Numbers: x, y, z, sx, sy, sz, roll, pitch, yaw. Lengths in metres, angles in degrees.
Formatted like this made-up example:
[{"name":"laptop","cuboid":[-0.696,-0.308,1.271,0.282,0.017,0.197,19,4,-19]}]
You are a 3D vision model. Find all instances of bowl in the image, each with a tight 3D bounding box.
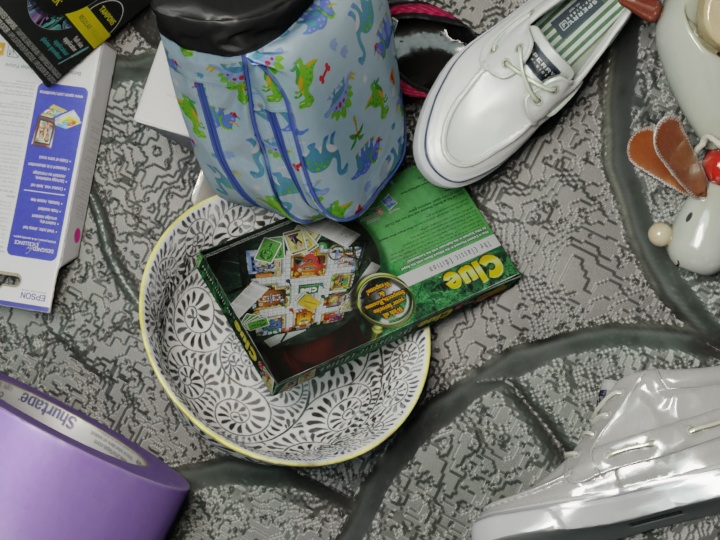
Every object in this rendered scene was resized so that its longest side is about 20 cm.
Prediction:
[{"name":"bowl","cuboid":[-0.061,0.054,1.522,0.199,0.094,0.202,9,60,-16]}]

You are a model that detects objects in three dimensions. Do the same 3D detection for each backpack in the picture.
[{"name":"backpack","cuboid":[-0.047,-0.122,1.447,0.153,0.201,0.164,22,48,14]}]

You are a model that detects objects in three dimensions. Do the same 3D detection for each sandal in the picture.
[{"name":"sandal","cuboid":[0.044,-0.145,1.530,0.198,0.045,0.076,19,87,-2]}]

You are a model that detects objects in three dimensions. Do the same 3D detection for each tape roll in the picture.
[{"name":"tape roll","cuboid":[-0.219,0.135,1.520,0.199,0.200,0.085,28,89,20]}]

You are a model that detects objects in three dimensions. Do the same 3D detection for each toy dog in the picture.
[{"name":"toy dog","cuboid":[0.206,-0.107,1.476,0.095,0.132,0.202,6,72,-4]}]

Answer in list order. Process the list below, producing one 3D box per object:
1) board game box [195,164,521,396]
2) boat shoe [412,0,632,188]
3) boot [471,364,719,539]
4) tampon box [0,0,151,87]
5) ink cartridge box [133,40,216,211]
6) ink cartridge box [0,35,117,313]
[{"name":"board game box","cuboid":[0.000,0.000,1.504,0.199,0.024,0.105,-22,69,-28]},{"name":"boat shoe","cuboid":[0.111,-0.138,1.499,0.073,0.067,0.200,41,77,-13]},{"name":"boot","cuboid":[0.162,0.120,1.477,0.198,0.074,0.096,-13,71,7]},{"name":"tampon box","cuboid":[-0.198,-0.259,1.589,0.200,0.150,0.126,-40,66,-1]},{"name":"ink cartridge box","cuboid":[-0.087,-0.137,1.567,0.066,0.116,0.202,18,86,23]},{"name":"ink cartridge box","cuboid":[-0.241,-0.072,1.650,0.094,0.037,0.202,8,81,18]}]
